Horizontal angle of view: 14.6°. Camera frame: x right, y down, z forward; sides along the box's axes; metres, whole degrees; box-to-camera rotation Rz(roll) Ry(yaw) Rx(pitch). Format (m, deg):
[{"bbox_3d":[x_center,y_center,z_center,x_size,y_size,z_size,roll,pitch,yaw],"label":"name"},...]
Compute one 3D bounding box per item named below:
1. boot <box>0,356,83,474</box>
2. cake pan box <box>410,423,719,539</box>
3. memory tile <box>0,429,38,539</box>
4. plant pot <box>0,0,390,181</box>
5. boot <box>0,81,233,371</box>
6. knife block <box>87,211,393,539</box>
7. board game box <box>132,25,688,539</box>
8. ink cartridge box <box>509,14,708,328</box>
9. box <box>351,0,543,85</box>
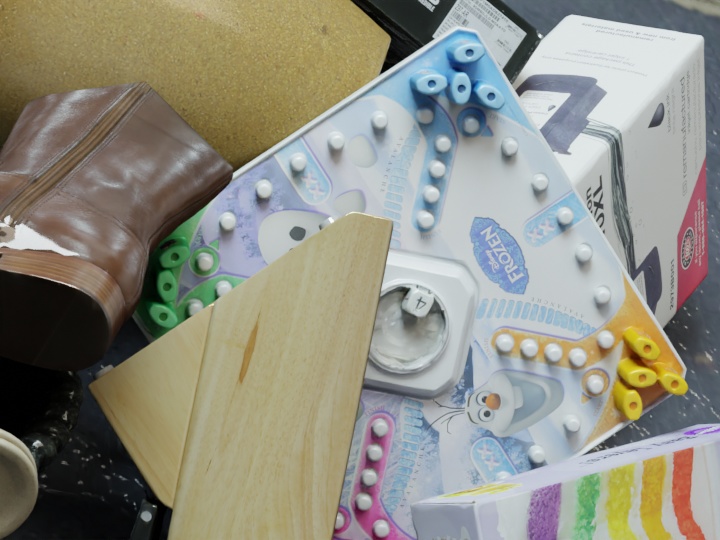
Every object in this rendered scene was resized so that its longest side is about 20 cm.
[{"bbox_3d":[-0.163,0.062,1.170,0.079,0.158,0.211,28,43,-6],"label":"boot"},{"bbox_3d":[0.117,0.181,1.249,0.184,0.052,0.201,-9,92,-36],"label":"cake pan box"},{"bbox_3d":[-0.216,0.130,1.053,0.153,0.200,0.017,12,27,-21],"label":"memory tile"},{"bbox_3d":[-0.095,-0.100,1.305,0.199,0.187,0.187,22,43,-3],"label":"plant pot"},{"bbox_3d":[-0.157,-0.040,1.151,0.186,0.064,0.200,23,28,1],"label":"boot"},{"bbox_3d":[-0.030,0.095,1.201,0.200,0.064,0.176,-34,88,-2],"label":"knife block"},{"bbox_3d":[0.020,0.026,1.264,0.200,0.200,0.026,57,-2,-14],"label":"board game box"},{"bbox_3d":[0.099,-0.018,1.401,0.084,0.145,0.200,12,34,27],"label":"ink cartridge box"},{"bbox_3d":[-0.023,-0.163,1.387,0.200,0.044,0.160,37,-5,-24],"label":"box"}]
